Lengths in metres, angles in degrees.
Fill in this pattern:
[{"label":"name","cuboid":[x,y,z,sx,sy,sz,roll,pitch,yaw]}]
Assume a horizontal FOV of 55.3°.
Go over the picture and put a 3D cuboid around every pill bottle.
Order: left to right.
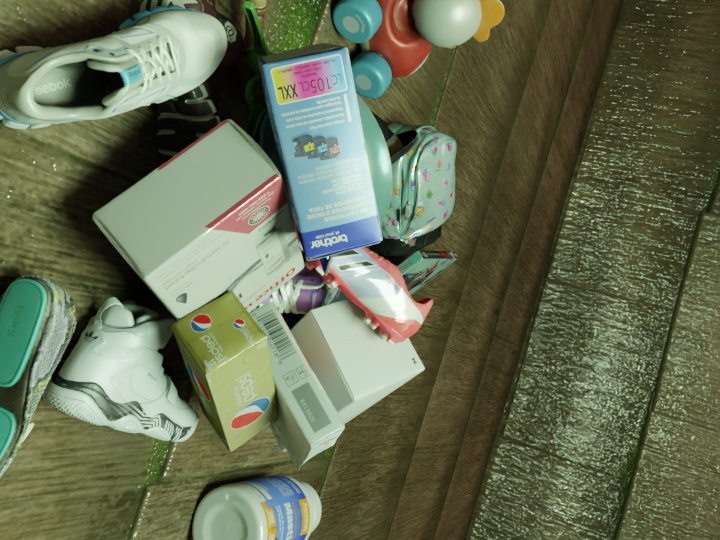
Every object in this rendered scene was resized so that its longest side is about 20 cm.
[{"label":"pill bottle","cuboid":[-0.133,0.348,0.961,0.200,0.112,0.113,22,84,-64]}]

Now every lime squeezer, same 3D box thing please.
[{"label":"lime squeezer","cuboid":[-0.110,-0.194,0.701,0.071,0.038,0.201,-45,161,-39]}]

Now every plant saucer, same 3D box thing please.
[{"label":"plant saucer","cuboid":[-0.050,-0.119,0.763,0.027,0.200,0.201,-33,134,-41]}]

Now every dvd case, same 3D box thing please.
[{"label":"dvd case","cuboid":[0.089,0.014,1.236,0.146,0.022,0.200,-39,166,20]}]

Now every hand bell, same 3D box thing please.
[{"label":"hand bell","cuboid":[-0.109,-0.265,0.714,0.104,0.104,0.201,-45,155,-46]}]

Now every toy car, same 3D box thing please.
[{"label":"toy car","cuboid":[0.097,-0.339,0.934,0.185,0.199,0.177,-58,151,-30]}]

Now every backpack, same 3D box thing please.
[{"label":"backpack","cuboid":[0.081,-0.136,1.109,0.167,0.126,0.201,-31,129,-52]}]

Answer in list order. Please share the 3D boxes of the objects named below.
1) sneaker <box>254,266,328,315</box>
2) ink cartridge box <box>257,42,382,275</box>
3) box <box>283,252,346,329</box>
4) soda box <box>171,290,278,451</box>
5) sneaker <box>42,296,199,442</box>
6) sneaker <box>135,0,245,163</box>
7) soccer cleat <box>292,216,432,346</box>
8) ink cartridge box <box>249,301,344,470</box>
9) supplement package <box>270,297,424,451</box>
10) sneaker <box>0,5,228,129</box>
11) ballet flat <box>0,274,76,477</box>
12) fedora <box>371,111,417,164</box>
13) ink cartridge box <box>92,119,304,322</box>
[{"label":"sneaker","cuboid":[-0.109,0.026,0.823,0.200,0.114,0.073,-27,130,-56]},{"label":"ink cartridge box","cuboid":[-0.036,-0.099,0.634,0.137,0.076,0.201,-115,-169,-69]},{"label":"box","cuboid":[-0.052,-0.018,0.995,0.160,0.043,0.201,-38,138,-52]},{"label":"soda box","cuboid":[-0.132,0.109,0.700,0.068,0.064,0.200,-31,154,-22]},{"label":"sneaker","cuboid":[-0.213,0.102,0.691,0.115,0.075,0.200,-67,151,-10]},{"label":"sneaker","cuboid":[-0.146,-0.173,0.677,0.116,0.075,0.201,-50,146,-49]},{"label":"soccer cleat","cuboid":[0.000,0.000,0.776,0.076,0.067,0.200,-46,109,-8]},{"label":"ink cartridge box","cuboid":[-0.087,0.145,0.808,0.050,0.163,0.200,-27,164,-17]},{"label":"supplement package","cuboid":[-0.038,0.129,0.879,0.121,0.120,0.200,-15,161,-40]},{"label":"sneaker","cuboid":[-0.179,-0.152,0.531,0.200,0.086,0.075,-32,124,-30]},{"label":"ballet flat","cuboid":[-0.285,0.103,0.558,0.201,0.072,0.072,-69,155,-9]},{"label":"fedora","cuboid":[-0.024,-0.161,0.879,0.201,0.200,0.092,-46,113,-46]},{"label":"ink cartridge box","cuboid":[-0.139,-0.025,0.656,0.146,0.083,0.200,-40,161,-13]}]
